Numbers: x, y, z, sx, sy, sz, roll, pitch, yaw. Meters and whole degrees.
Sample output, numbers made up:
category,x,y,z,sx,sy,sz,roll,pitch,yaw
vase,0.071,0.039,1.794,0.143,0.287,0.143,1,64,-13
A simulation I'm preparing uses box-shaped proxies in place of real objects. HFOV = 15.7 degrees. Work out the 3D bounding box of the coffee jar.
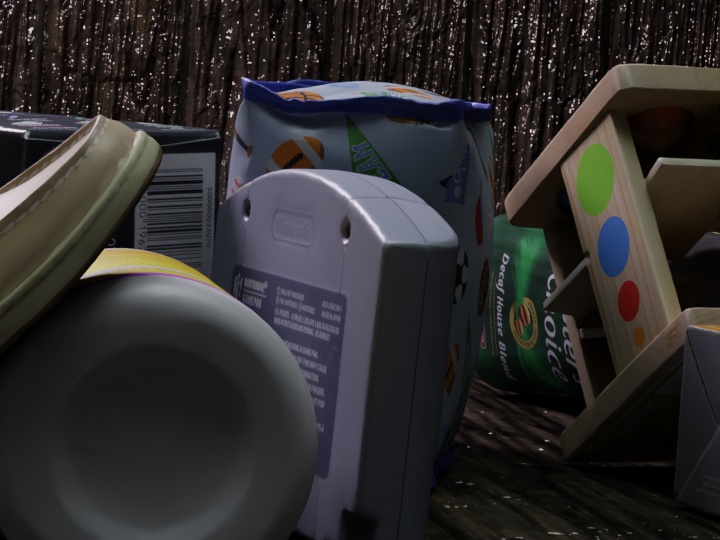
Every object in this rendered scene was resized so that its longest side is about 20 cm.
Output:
category,x,y,z,sx,sy,sz,roll,pitch,yaw
coffee jar,0.137,0.025,1.383,0.085,0.105,0.200,-2,5,-28

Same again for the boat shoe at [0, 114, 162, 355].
category,x,y,z,sx,sy,sz,roll,pitch,yaw
boat shoe,-0.149,0.012,0.796,0.200,0.065,0.072,-38,10,7

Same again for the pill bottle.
category,x,y,z,sx,sy,sz,roll,pitch,yaw
pill bottle,-0.078,0.046,0.877,0.104,0.105,0.200,3,4,-10

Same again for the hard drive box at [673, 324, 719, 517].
category,x,y,z,sx,sy,sz,roll,pitch,yaw
hard drive box,0.252,0.069,1.051,0.199,0.077,0.156,2,5,-24

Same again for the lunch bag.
category,x,y,z,sx,sy,sz,roll,pitch,yaw
lunch bag,0.000,0.000,1.170,0.123,0.171,0.200,9,6,10

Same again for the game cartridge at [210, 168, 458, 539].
category,x,y,z,sx,sy,sz,roll,pitch,yaw
game cartridge,-0.015,0.029,0.982,0.041,0.134,0.200,1,5,-20

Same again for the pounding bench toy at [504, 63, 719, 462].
category,x,y,z,sx,sy,sz,roll,pitch,yaw
pounding bench toy,0.170,-0.027,1.170,0.124,0.156,0.200,1,-29,-24

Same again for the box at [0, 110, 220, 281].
category,x,y,z,sx,sy,sz,roll,pitch,yaw
box,-0.162,-0.007,1.113,0.106,0.123,0.200,-3,8,-44
